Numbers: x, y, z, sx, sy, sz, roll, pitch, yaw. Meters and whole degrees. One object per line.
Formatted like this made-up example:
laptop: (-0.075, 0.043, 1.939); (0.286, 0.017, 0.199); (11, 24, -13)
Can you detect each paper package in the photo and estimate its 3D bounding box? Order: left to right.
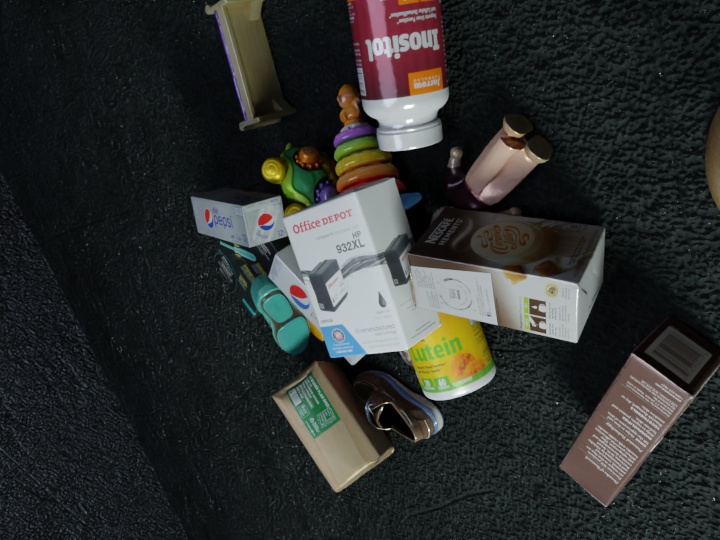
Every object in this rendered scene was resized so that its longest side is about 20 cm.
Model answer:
paper package: (-0.042, 0.272, 1.106); (0.201, 0.103, 0.191); (54, -179, 14)

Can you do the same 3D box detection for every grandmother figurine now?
grandmother figurine: (0.148, -0.103, 0.777); (0.122, 0.060, 0.201); (59, 141, 21)

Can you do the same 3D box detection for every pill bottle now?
pill bottle: (0.050, -0.257, 0.762); (0.112, 0.112, 0.203); (13, 120, 46)
pill bottle: (0.108, 0.067, 0.873); (0.110, 0.110, 0.203); (-13, 99, 52)

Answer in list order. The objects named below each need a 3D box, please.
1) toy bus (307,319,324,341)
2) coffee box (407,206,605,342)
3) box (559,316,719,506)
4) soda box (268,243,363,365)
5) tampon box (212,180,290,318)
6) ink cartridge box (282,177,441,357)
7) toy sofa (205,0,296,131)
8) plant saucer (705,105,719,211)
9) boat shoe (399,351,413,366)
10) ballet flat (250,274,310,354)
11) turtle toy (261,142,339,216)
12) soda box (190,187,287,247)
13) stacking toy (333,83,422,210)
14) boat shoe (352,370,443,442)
toy bus: (-0.056, 0.032, 1.075); (0.065, 0.078, 0.202); (37, 135, 23)
coffee box: (0.168, -0.002, 0.720); (0.197, 0.114, 0.081); (10, 129, 31)
box: (0.309, 0.161, 0.694); (0.075, 0.099, 0.202); (40, 137, 28)
soda box: (-0.050, 0.044, 0.961); (0.200, 0.068, 0.064); (45, 144, 11)
tampon box: (-0.161, -0.042, 1.122); (0.151, 0.125, 0.201); (52, 141, 17)
ink cartridge box: (0.000, 0.000, 0.804); (0.144, 0.083, 0.203); (-12, 99, 44)
toy sofa: (-0.187, -0.340, 1.025); (0.097, 0.082, 0.203); (1, 111, 48)
plant saucer: (0.386, -0.089, 0.514); (0.199, 0.035, 0.203); (27, 129, 39)
boat shoe: (0.065, 0.064, 0.959); (0.064, 0.072, 0.203); (-6, 111, 46)
ballet flat: (-0.137, 0.070, 1.068); (0.071, 0.067, 0.201); (55, 170, 35)
turtle toy: (-0.063, -0.114, 0.974); (0.100, 0.146, 0.202); (-28, 88, 13)
soda box: (-0.192, -0.087, 0.966); (0.199, 0.068, 0.064); (16, 120, 53)
stacking toy: (0.000, -0.171, 0.895); (0.109, 0.115, 0.203); (-18, 84, 50)
boat shoe: (0.047, 0.232, 1.070); (0.198, 0.072, 0.073); (15, 122, 46)
